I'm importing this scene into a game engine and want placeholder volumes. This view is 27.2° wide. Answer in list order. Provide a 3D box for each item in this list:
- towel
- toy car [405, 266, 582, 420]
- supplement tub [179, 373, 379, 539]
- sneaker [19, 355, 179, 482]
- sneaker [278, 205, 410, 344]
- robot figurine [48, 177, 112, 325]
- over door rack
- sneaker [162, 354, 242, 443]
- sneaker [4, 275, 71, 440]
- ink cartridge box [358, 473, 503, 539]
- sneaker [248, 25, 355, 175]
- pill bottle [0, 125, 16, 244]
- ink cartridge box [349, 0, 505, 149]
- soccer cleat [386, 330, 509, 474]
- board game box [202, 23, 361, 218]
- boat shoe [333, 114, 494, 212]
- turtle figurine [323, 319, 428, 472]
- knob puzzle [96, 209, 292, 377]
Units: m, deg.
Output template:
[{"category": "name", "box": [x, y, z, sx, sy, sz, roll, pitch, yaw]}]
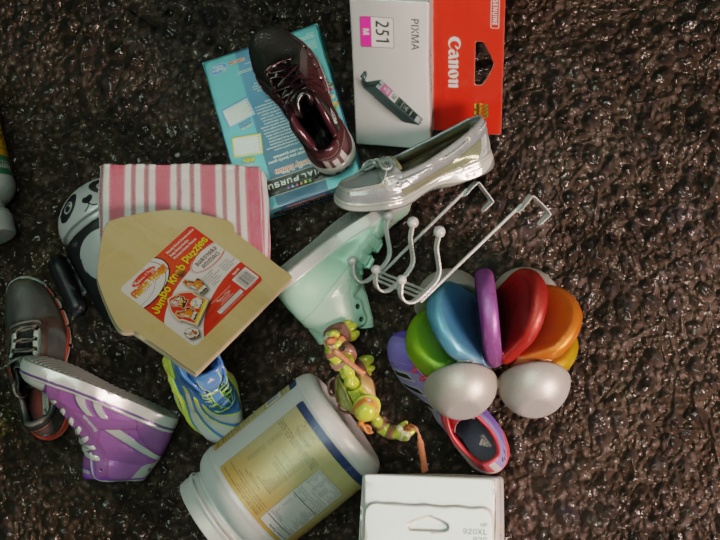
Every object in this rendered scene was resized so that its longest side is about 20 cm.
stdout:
[{"category": "towel", "box": [-0.203, -0.050, 1.715, 0.197, 0.030, 0.148, 1, 70, -11]}, {"category": "toy car", "box": [0.150, 0.061, 1.647, 0.197, 0.151, 0.177, -1, 56, -4]}, {"category": "supplement tub", "box": [-0.092, 0.230, 1.691, 0.199, 0.144, 0.145, -38, 78, 2]}, {"category": "sneaker", "box": [-0.323, 0.183, 1.744, 0.199, 0.073, 0.115, 28, 93, -13]}, {"category": "sneaker", "box": [0.000, 0.000, 1.757, 0.200, 0.074, 0.119, -38, 104, -13]}, {"category": "robot figurine", "box": [-0.276, -0.015, 1.761, 0.125, 0.149, 0.202, -42, 74, 46]}, {"category": "over door rack", "box": [0.091, -0.045, 1.673, 0.199, 0.147, 0.067, -33, 111, -15]}, {"category": "sneaker", "box": [-0.182, 0.131, 1.698, 0.075, 0.105, 0.202, -26, 116, -5]}, {"category": "sneaker", "box": [-0.391, 0.101, 1.785, 0.076, 0.082, 0.203, -16, 80, 6]}, {"category": "ink cartridge box", "box": [0.082, 0.296, 1.626, 0.145, 0.200, 0.147, 0, 82, 9]}, {"category": "sneaker", "box": [-0.071, -0.211, 1.716, 0.075, 0.116, 0.201, -34, 79, 2]}, {"category": "pill bottle", "box": [-0.485, -0.130, 1.817, 0.111, 0.113, 0.203, -18, 79, 6]}, {"category": "ink cartridge box", "box": [0.078, -0.232, 1.717, 0.171, 0.202, 0.044, 5, 40, 10]}, {"category": "soccer cleat", "box": [0.101, 0.147, 1.708, 0.066, 0.076, 0.201, -38, 79, 2]}, {"category": "board game box", "box": [-0.092, -0.176, 1.797, 0.149, 0.047, 0.203, -17, 80, 6]}, {"category": "boat shoe", "box": [0.060, -0.122, 1.728, 0.199, 0.074, 0.066, -18, 115, -11]}, {"category": "turtle figurine", "box": [0.001, 0.134, 1.660, 0.064, 0.162, 0.200, -36, 114, 7]}, {"category": "knob puzzle", "box": [-0.206, 0.011, 1.653, 0.216, 0.031, 0.222, 7, 53, -9]}]
